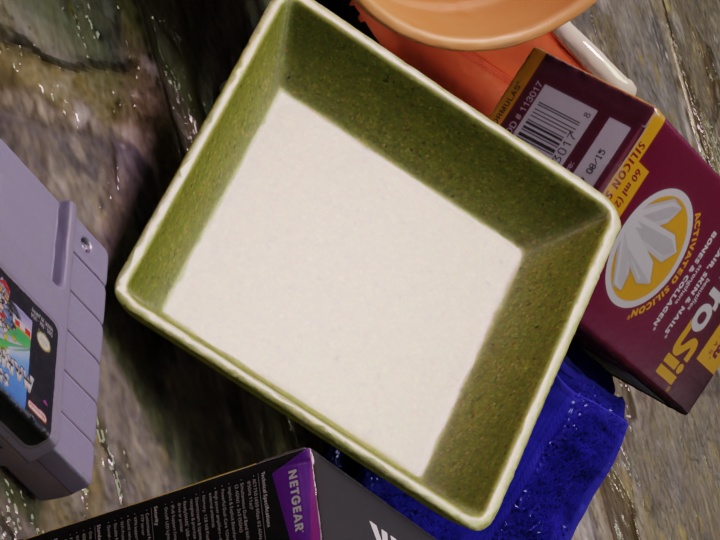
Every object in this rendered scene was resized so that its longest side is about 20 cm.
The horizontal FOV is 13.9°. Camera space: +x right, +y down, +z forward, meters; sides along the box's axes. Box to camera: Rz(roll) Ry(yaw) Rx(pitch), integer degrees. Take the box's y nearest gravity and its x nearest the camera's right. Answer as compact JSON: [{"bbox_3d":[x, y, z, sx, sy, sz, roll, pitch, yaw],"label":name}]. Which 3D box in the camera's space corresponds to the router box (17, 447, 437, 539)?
[{"bbox_3d":[-0.035,0.143,1.148,0.200,0.149,0.051,41,36,-54],"label":"router box"}]

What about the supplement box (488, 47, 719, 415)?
[{"bbox_3d":[0.132,-0.017,1.536,0.086,0.110,0.200,31,-3,35],"label":"supplement box"}]

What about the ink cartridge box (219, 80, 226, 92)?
[{"bbox_3d":[0.008,-0.016,1.511,0.200,0.067,0.117,40,36,-53],"label":"ink cartridge box"}]

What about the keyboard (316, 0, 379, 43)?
[{"bbox_3d":[-0.032,-0.181,1.520,0.200,0.040,0.104,58,-7,-2],"label":"keyboard"}]

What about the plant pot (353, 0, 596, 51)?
[{"bbox_3d":[0.037,-0.223,1.447,0.200,0.200,0.140,55,-9,-36],"label":"plant pot"}]

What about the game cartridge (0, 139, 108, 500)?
[{"bbox_3d":[-0.160,-0.013,1.138,0.200,0.038,0.130,51,24,-42],"label":"game cartridge"}]

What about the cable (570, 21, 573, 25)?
[{"bbox_3d":[0.038,-0.175,1.661,0.050,0.097,0.200,-12,61,-43],"label":"cable"}]

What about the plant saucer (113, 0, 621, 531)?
[{"bbox_3d":[0.000,0.000,1.357,0.200,0.048,0.200,33,55,-10],"label":"plant saucer"}]

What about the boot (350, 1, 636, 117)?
[{"bbox_3d":[0.055,-0.124,1.598,0.200,0.107,0.075,43,2,14],"label":"boot"}]

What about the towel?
[{"bbox_3d":[0.063,0.088,1.490,0.200,0.050,0.148,38,76,-54],"label":"towel"}]
